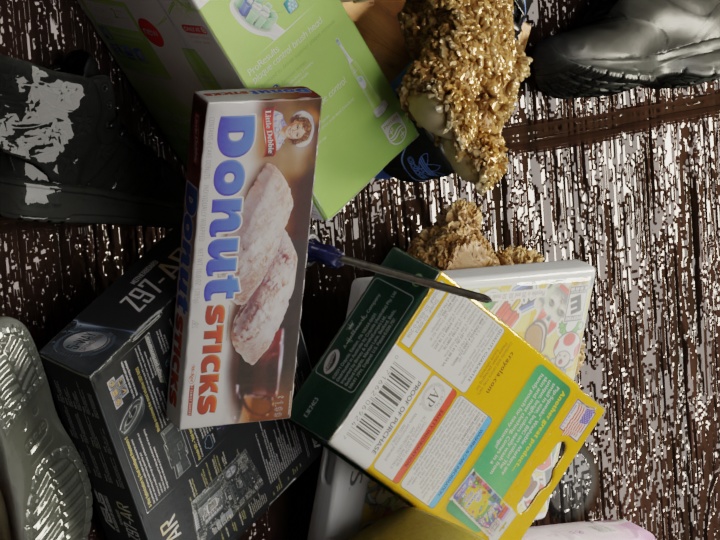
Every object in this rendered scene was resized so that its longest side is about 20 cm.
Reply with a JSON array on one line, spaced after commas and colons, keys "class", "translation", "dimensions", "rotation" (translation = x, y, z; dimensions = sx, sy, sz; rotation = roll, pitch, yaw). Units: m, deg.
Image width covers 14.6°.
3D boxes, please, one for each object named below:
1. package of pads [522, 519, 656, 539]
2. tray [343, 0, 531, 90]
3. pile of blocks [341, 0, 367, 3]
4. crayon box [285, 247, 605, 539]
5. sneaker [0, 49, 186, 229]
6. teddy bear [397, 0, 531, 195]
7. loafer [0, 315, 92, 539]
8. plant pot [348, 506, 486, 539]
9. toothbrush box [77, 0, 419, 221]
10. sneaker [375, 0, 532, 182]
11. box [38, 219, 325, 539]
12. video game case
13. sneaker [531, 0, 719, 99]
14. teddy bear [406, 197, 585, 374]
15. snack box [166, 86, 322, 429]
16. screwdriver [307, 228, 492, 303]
[{"class": "package of pads", "translation": [0.111, 0.235, 1.900], "dimensions": [0.200, 0.076, 0.121], "rotation": [-1, 95, -42]}, {"class": "tray", "translation": [0.023, -0.151, 1.817], "dimensions": [0.200, 0.037, 0.099], "rotation": [25, 77, -41]}, {"class": "pile of blocks", "translation": [0.001, -0.259, 1.737], "dimensions": [0.082, 0.062, 0.200], "rotation": [23, 62, -41]}, {"class": "crayon box", "translation": [0.055, 0.088, 1.757], "dimensions": [0.200, 0.052, 0.126], "rotation": [39, 82, -43]}, {"class": "sneaker", "translation": [-0.158, -0.080, 1.643], "dimensions": [0.200, 0.060, 0.104], "rotation": [1, 97, -39]}, {"class": "teddy bear", "translation": [0.067, -0.145, 1.657], "dimensions": [0.145, 0.067, 0.200], "rotation": [58, 29, -35]}, {"class": "loafer", "translation": [-0.209, 0.109, 1.615], "dimensions": [0.075, 0.070, 0.200], "rotation": [-49, 138, -48]}, {"class": "plant pot", "translation": [0.037, 0.232, 1.740], "dimensions": [0.200, 0.200, 0.142], "rotation": [37, 76, -38]}, {"class": "toothbrush box", "translation": [-0.078, -0.138, 1.649], "dimensions": [0.086, 0.146, 0.200], "rotation": [-43, 121, -22]}, {"class": "sneaker", "translation": [0.075, -0.137, 1.789], "dimensions": [0.070, 0.078, 0.200], "rotation": [44, 65, -35]}, {"class": "box", "translation": [-0.100, 0.078, 1.680], "dimensions": [0.160, 0.044, 0.200], "rotation": [-45, 139, -29]}, {"class": "video game case", "translation": [0.061, 0.086, 1.813], "dimensions": [0.200, 0.023, 0.182], "rotation": [-5, 112, -41]}, {"class": "sneaker", "translation": [0.186, -0.168, 1.948], "dimensions": [0.200, 0.076, 0.091], "rotation": [-10, 91, -48]}, {"class": "teddy bear", "translation": [0.080, 0.040, 1.874], "dimensions": [0.200, 0.067, 0.145], "rotation": [29, 85, -45]}, {"class": "snack box", "translation": [-0.067, -0.007, 1.598], "dimensions": [0.072, 0.024, 0.200], "rotation": [-4, 113, -25]}, {"class": "screwdriver", "translation": [0.000, 0.000, 1.702], "dimensions": [0.028, 0.200, 0.029], "rotation": [-23, 125, -46]}]
